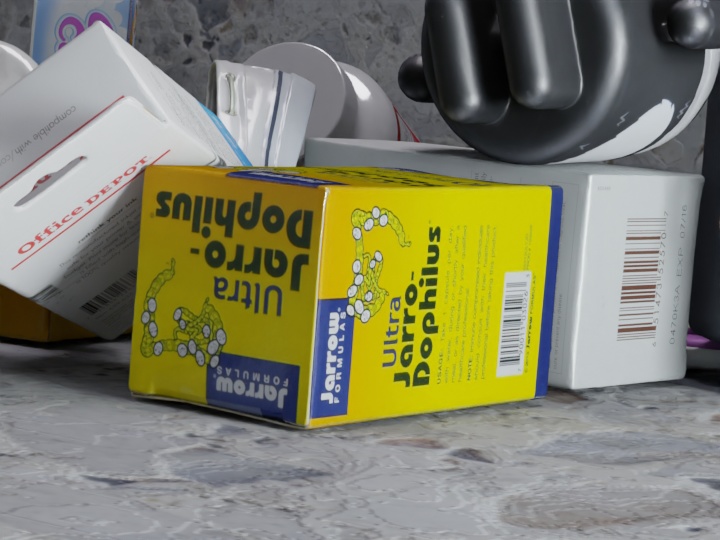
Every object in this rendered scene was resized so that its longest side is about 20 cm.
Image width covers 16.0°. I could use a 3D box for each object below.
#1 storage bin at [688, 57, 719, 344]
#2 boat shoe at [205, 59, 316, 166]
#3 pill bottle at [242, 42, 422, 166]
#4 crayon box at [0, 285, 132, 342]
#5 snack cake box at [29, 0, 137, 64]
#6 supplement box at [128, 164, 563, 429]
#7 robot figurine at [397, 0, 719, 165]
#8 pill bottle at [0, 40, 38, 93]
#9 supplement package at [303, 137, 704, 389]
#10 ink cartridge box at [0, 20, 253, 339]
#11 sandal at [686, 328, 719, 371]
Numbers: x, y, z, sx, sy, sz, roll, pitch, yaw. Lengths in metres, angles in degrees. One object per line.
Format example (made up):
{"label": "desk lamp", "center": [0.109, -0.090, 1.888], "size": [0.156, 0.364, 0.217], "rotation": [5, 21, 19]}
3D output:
{"label": "storage bin", "center": [0.243, -0.032, 1.381], "size": [0.145, 0.201, 0.134], "rotation": [2, 5, -28]}
{"label": "boat shoe", "center": [-0.074, -0.035, 1.390], "size": [0.067, 0.074, 0.200], "rotation": [18, 43, -8]}
{"label": "pill bottle", "center": [-0.017, -0.068, 1.681], "size": [0.112, 0.113, 0.200], "rotation": [7, -20, 23]}
{"label": "crayon box", "center": [-0.191, 0.005, 1.414], "size": [0.199, 0.051, 0.127], "rotation": [6, 5, 28]}
{"label": "snack cake box", "center": [-0.195, -0.101, 1.762], "size": [0.067, 0.201, 0.115], "rotation": [5, 5, -1]}
{"label": "supplement box", "center": [-0.003, 0.008, 1.216], "size": [0.108, 0.110, 0.200], "rotation": [8, 6, 35]}
{"label": "robot figurine", "center": [0.110, -0.116, 1.343], "size": [0.150, 0.125, 0.200], "rotation": [34, 20, 24]}
{"label": "pill bottle", "center": [-0.219, -0.061, 1.600], "size": [0.112, 0.113, 0.200], "rotation": [5, -16, 11]}
{"label": "supplement package", "center": [0.073, -0.007, 1.415], "size": [0.199, 0.117, 0.117], "rotation": [10, 8, 39]}
{"label": "ink cartridge box", "center": [-0.130, -0.045, 1.216], "size": [0.116, 0.067, 0.200], "rotation": [-36, -22, 6]}
{"label": "sandal", "center": [0.165, 0.025, 1.515], "size": [0.082, 0.050, 0.202], "rotation": [1, 7, -30]}
